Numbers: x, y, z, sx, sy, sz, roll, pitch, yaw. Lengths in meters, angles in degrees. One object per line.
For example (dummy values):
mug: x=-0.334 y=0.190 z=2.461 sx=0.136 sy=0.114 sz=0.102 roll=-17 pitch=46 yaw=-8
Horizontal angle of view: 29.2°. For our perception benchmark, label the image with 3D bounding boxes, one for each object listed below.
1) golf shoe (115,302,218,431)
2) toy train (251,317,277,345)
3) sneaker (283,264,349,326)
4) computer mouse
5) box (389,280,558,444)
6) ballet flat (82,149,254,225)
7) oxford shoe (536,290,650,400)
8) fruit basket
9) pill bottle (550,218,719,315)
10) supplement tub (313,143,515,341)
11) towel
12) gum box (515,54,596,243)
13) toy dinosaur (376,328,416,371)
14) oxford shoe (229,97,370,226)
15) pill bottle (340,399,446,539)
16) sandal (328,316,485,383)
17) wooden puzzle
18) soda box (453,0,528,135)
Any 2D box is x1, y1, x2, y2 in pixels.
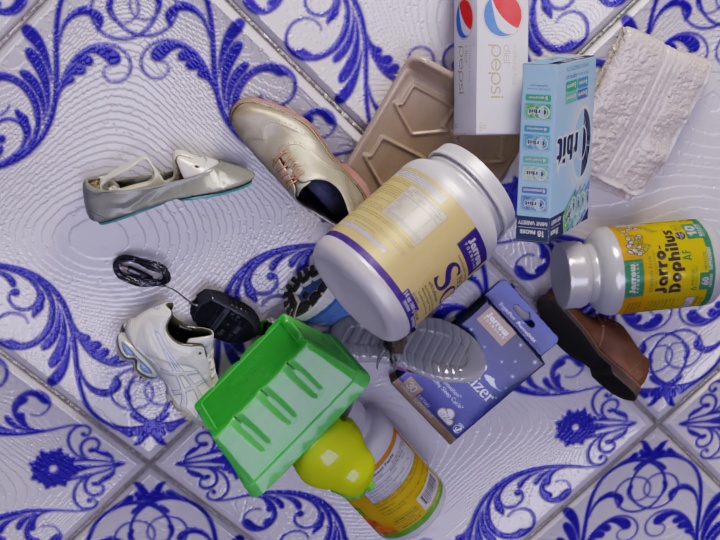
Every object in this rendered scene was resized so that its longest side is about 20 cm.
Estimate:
golf shoe: x=-0.203 y=0.120 z=1.691 sx=0.097 sy=0.078 sz=0.200 roll=-38 pitch=118 yaw=17
toy train: x=-0.120 y=0.151 z=1.755 sx=0.056 sy=0.042 sz=0.201 roll=4 pitch=114 yaw=-25
sneaker: x=0.000 y=0.000 z=1.693 sx=0.200 sy=0.079 sz=0.089 roll=-37 pitch=141 yaw=22
computer mouse: x=-0.210 y=0.030 z=1.685 sx=0.200 sy=0.034 sz=0.059 roll=31 pitch=125 yaw=-19
box: x=0.150 y=0.118 z=1.793 sx=0.200 sy=0.032 sz=0.121 roll=-42 pitch=105 yaw=7
ballet flat: x=-0.223 y=-0.106 z=1.595 sx=0.199 sy=0.067 sz=0.064 roll=-15 pitch=110 yaw=-6
oxford shoe: x=0.308 y=0.084 z=1.818 sx=0.200 sy=0.071 sz=0.071 roll=43 pitch=69 yaw=-23
fruit basket: x=-0.068 y=0.185 z=1.666 sx=0.215 sy=0.156 sz=0.217 roll=-9 pitch=115 yaw=-20
pill bottle: x=0.347 y=-0.003 z=1.747 sx=0.199 sy=0.113 sz=0.113 roll=-5 pitch=116 yaw=-10
supplement tub: x=0.062 y=-0.034 z=1.553 sx=0.200 sy=0.145 sz=0.146 roll=-41 pitch=119 yaw=-15
towel: x=0.334 y=-0.189 z=1.701 sx=0.132 sy=0.035 sz=0.201 roll=18 pitch=109 yaw=-21
gum box: x=0.228 y=-0.146 z=1.605 sx=0.044 sy=0.170 sz=0.201 roll=6 pitch=104 yaw=23
toy dinosaur: x=0.076 y=0.025 z=1.713 sx=0.077 sy=0.200 sz=0.102 roll=40 pitch=146 yaw=0
oxford shoe: x=-0.072 y=-0.124 z=1.596 sx=0.200 sy=0.074 sz=0.071 roll=37 pitch=115 yaw=-6
pill bottle: x=0.014 y=0.250 z=1.790 sx=0.111 sy=0.111 sz=0.200 roll=-36 pitch=117 yaw=6
sandal: x=0.060 y=0.098 z=1.752 sx=0.202 sy=0.083 sz=0.050 roll=13 pitch=154 yaw=2
wooden puzzle: x=0.087 y=-0.143 z=1.663 sx=0.185 sy=0.046 sz=0.200 roll=25 pitch=112 yaw=-22
soda box: x=0.148 y=-0.255 z=1.573 sx=0.068 sy=0.064 sz=0.201 roll=-3 pitch=97 yaw=-21
